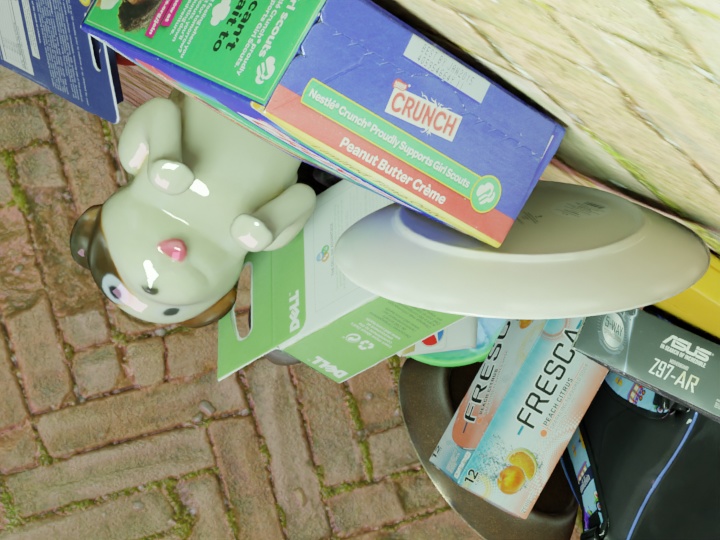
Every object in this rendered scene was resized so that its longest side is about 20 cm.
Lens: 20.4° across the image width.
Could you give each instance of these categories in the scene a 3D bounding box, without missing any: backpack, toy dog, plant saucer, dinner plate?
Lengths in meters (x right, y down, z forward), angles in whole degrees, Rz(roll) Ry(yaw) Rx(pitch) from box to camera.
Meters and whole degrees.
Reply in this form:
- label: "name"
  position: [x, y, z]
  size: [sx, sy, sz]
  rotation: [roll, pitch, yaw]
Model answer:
- label: "backpack"
  position: [0.237, 0.122, 1.564]
  size: [0.133, 0.184, 0.200]
  rotation: [15, -154, -20]
- label: "toy dog"
  position: [-0.100, -0.064, 1.249]
  size: [0.139, 0.201, 0.194]
  rotation: [30, 178, -23]
- label: "plant saucer"
  position: [0.111, 0.139, 1.601]
  size: [0.200, 0.034, 0.201]
  rotation: [37, -149, -27]
- label: "dinner plate"
  position: [0.085, -0.019, 1.055]
  size: [0.198, 0.024, 0.200]
  rotation: [1, -160, 0]

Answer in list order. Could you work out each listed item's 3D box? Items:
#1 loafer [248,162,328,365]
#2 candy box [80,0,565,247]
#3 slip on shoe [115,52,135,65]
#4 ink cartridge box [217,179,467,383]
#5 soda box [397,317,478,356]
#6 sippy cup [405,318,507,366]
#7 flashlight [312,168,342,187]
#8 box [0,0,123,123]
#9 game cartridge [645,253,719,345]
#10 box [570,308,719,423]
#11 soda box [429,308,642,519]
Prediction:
- label: "loafer"
  position: [-0.034, -0.021, 1.370]
  size: [0.073, 0.201, 0.071]
  rotation: [24, 153, -1]
- label: "candy box"
  position: [-0.022, -0.098, 1.023]
  size: [0.169, 0.078, 0.200]
  rotation: [29, 178, -37]
- label: "slip on shoe"
  position: [-0.149, -0.168, 1.406]
  size: [0.199, 0.062, 0.074]
  rotation: [27, 176, 33]
- label: "ink cartridge box"
  position: [0.000, 0.000, 1.251]
  size: [0.059, 0.199, 0.105]
  rotation: [32, -139, -38]
- label: "soda box"
  position: [0.012, -0.002, 1.453]
  size: [0.063, 0.069, 0.200]
  rotation: [-5, -161, -27]
- label: "sippy cup"
  position: [0.070, -0.002, 1.616]
  size: [0.177, 0.140, 0.130]
  rotation: [39, -171, -5]
- label: "flashlight"
  position: [0.058, -0.052, 1.350]
  size: [0.199, 0.068, 0.068]
  rotation: [26, 147, -34]
- label: "box"
  position: [-0.220, -0.185, 1.391]
  size: [0.199, 0.032, 0.122]
  rotation: [30, 136, 44]
- label: "game cartridge"
  position: [0.208, 0.012, 1.253]
  size: [0.175, 0.033, 0.200]
  rotation: [30, 176, -19]
- label: "box"
  position: [0.253, 0.084, 1.340]
  size: [0.199, 0.044, 0.160]
  rotation: [25, 179, 23]
- label: "soda box"
  position: [0.133, 0.078, 1.485]
  size: [0.068, 0.201, 0.064]
  rotation: [30, 179, -21]
